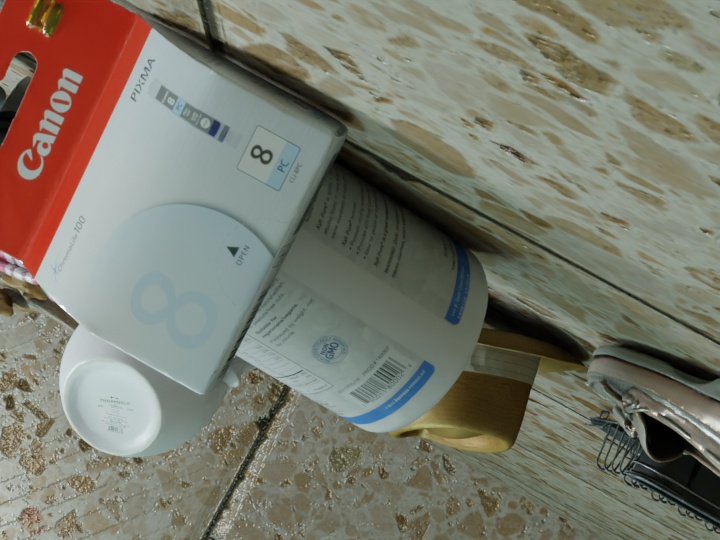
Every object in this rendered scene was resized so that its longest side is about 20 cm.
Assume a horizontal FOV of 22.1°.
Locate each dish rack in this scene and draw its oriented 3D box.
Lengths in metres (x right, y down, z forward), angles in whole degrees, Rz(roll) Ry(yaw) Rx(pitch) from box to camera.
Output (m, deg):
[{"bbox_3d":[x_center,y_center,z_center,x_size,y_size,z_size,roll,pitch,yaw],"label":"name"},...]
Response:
[{"bbox_3d":[0.260,0.169,1.482,0.153,0.055,0.200,31,173,-12],"label":"dish rack"}]

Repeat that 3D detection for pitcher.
[{"bbox_3d":[-0.126,0.063,1.412,0.171,0.122,0.200,4,-157,18],"label":"pitcher"}]

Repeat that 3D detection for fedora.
[{"bbox_3d":[0.067,0.087,1.345,0.200,0.082,0.201,9,172,1],"label":"fedora"}]

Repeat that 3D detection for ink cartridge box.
[{"bbox_3d":[-0.130,-0.051,0.987,0.199,0.160,0.047,28,-165,2],"label":"ink cartridge box"}]

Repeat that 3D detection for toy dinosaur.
[{"bbox_3d":[-0.256,0.019,1.459,0.200,0.061,0.106,37,-171,13],"label":"toy dinosaur"}]

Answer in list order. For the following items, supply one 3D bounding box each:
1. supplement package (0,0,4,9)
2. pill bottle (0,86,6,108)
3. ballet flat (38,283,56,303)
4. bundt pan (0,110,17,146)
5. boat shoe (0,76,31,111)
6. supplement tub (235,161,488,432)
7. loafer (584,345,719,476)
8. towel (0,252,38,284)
[{"bbox_3d":[-0.317,-0.157,1.197,0.155,0.111,0.200,30,173,-11],"label":"supplement package"},{"bbox_3d":[-0.367,-0.156,1.348,0.200,0.111,0.111,42,171,-7],"label":"pill bottle"},{"bbox_3d":[-0.126,-0.020,1.170,0.200,0.071,0.069,-17,-173,-42],"label":"ballet flat"},{"bbox_3d":[-0.195,-0.066,1.280,0.201,0.076,0.202,5,-166,-1],"label":"bundt pan"},{"bbox_3d":[-0.255,-0.104,1.497,0.068,0.072,0.200,31,176,0],"label":"boat shoe"},{"bbox_3d":[-0.034,-0.001,1.109,0.200,0.132,0.132,33,172,-25],"label":"supplement tub"},{"bbox_3d":[0.198,0.095,1.149,0.072,0.063,0.200,32,173,-29],"label":"loafer"},{"bbox_3d":[-0.202,-0.021,1.301,0.146,0.030,0.200,-6,-166,-39],"label":"towel"}]
